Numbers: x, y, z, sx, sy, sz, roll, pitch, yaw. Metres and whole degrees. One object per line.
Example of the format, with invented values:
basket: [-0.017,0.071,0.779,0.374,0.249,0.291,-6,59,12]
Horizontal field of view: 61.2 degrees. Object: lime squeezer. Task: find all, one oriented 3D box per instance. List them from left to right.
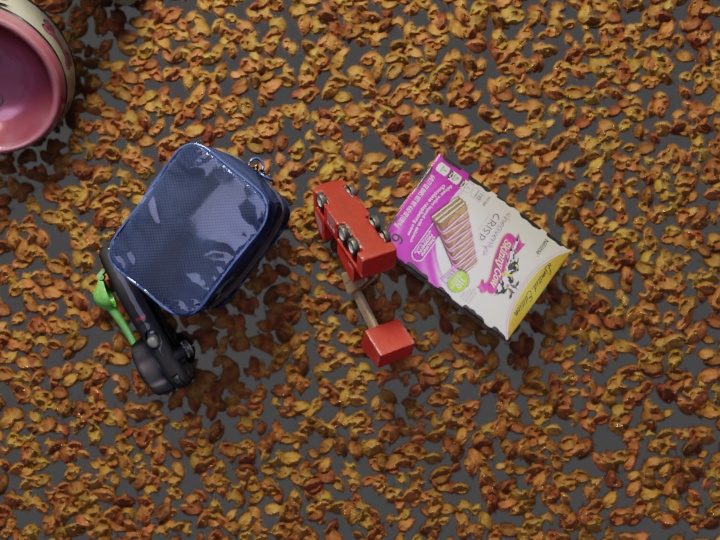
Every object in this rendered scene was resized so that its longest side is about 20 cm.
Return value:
lime squeezer: [-0.302,0.010,0.779,0.070,0.038,0.202,6,87,2]

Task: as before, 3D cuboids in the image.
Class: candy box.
candy box: [0.136,-0.027,0.754,0.199,0.061,0.137,36,89,2]

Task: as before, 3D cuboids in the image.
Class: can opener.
can opener: [-0.264,0.059,0.747,0.078,0.063,0.202,-25,101,-10]

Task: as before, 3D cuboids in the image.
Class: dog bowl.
dog bowl: [-0.443,-0.228,0.717,0.199,0.201,0.074,-33,42,0]

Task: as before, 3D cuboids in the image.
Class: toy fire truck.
toy fire truck: [0.000,0.000,0.737,0.048,0.142,0.201,-17,47,-20]

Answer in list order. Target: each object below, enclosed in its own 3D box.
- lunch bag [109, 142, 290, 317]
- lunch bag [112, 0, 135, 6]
lunch bag: [-0.179,-0.053,0.730,0.136,0.132,0.200,40,95,2]
lunch bag: [-0.341,-0.430,0.716,0.121,0.170,0.202,-9,95,11]
